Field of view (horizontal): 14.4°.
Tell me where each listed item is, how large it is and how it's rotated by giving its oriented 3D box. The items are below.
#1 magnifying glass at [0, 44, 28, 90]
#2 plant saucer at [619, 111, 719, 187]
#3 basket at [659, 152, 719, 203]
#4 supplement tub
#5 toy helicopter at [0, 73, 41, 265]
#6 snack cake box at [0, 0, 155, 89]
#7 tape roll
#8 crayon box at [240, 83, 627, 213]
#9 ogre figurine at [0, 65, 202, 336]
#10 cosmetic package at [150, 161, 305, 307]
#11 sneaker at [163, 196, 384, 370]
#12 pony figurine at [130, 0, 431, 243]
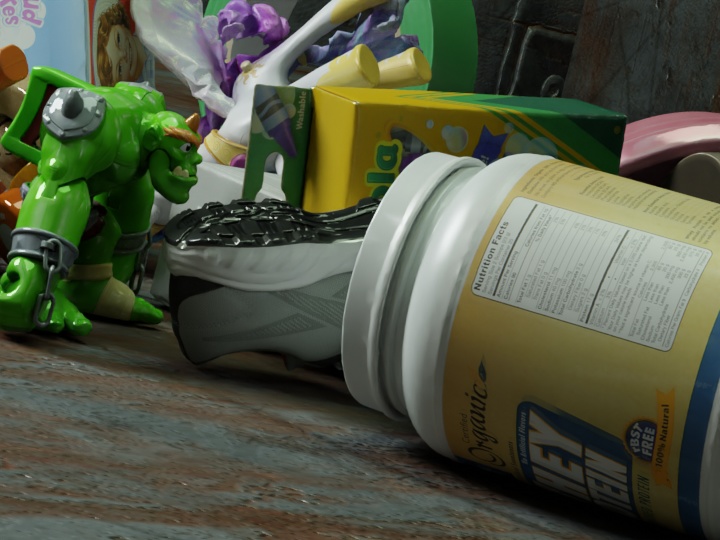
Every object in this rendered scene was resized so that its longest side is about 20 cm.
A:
[{"bbox_3d":[-0.248,-0.067,1.415,0.200,0.022,0.080,-20,9,27],"label":"magnifying glass"},{"bbox_3d":[0.185,-0.028,1.721,0.200,0.201,0.051,10,46,-30],"label":"plant saucer"},{"bbox_3d":[0.273,0.004,1.644,0.200,0.181,0.136,11,19,-23],"label":"basket"},{"bbox_3d":[0.107,0.030,1.270,0.200,0.145,0.145,16,8,23],"label":"supplement tub"},{"bbox_3d":[-0.208,-0.067,1.585,0.079,0.132,0.200,-29,11,-30],"label":"toy helicopter"},{"bbox_3d":[-0.172,-0.124,1.694,0.067,0.200,0.115,-1,2,18],"label":"snack cake box"},{"bbox_3d":[-0.017,-0.134,1.818,0.200,0.201,0.048,19,8,40],"label":"tape roll"},{"bbox_3d":[0.036,-0.027,1.475,0.200,0.126,0.052,1,13,-30],"label":"crayon box"},{"bbox_3d":[-0.137,-0.035,1.419,0.098,0.120,0.200,17,9,27],"label":"ogre figurine"},{"bbox_3d":[0.000,0.000,1.561,0.200,0.090,0.107,12,6,-35],"label":"cosmetic package"},{"bbox_3d":[0.000,0.009,1.398,0.200,0.079,0.074,-1,21,-13],"label":"sneaker"},{"bbox_3d":[-0.059,-0.099,1.661,0.167,0.200,0.193,52,26,-25],"label":"pony figurine"}]
